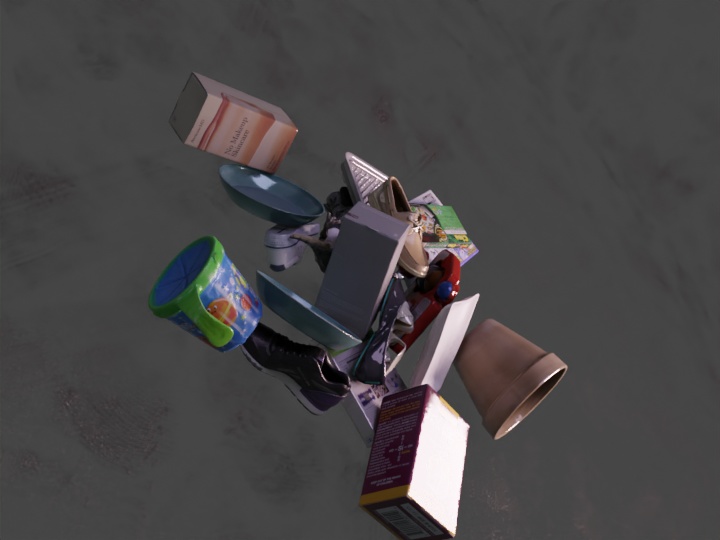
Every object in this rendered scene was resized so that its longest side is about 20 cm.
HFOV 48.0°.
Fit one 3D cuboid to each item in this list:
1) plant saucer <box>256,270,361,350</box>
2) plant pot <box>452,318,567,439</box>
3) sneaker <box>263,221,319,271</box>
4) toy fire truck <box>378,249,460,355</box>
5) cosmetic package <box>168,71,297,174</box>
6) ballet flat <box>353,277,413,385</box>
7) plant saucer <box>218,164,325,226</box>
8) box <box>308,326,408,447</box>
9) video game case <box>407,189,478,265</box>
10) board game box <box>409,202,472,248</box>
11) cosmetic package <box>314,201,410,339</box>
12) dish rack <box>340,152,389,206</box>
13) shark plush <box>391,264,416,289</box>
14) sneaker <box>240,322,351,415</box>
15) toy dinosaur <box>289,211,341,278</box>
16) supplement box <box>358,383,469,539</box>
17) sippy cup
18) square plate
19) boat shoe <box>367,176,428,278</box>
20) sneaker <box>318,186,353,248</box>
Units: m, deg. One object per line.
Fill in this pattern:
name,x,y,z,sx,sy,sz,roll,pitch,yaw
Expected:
plant saucer,-0.089,0.070,1.263,0.198,0.036,0.200,34,-2,1
plant pot,0.274,0.198,1.585,0.174,0.202,0.198,45,30,22
sneaker,-0.124,-0.046,1.415,0.071,0.072,0.200,10,15,15
toy fire truck,0.113,0.054,1.472,0.112,0.200,0.168,43,1,-18
cosmetic package,-0.222,-0.256,1.427,0.197,0.104,0.088,13,28,-42
ballet flat,0.052,0.107,1.372,0.073,0.073,0.203,37,59,-21
plant saucer,-0.158,-0.125,1.404,0.196,0.037,0.201,22,19,-8
box,0.009,0.185,1.389,0.143,0.036,0.203,-18,76,-55
video game case,0.158,-0.074,1.781,0.182,0.045,0.199,51,34,5
board game box,0.156,-0.096,1.741,0.198,0.023,0.106,0,55,-48
cosmetic package,0.000,0.000,1.364,0.105,0.203,0.090,26,25,7
dish rack,0.032,-0.123,1.564,0.170,0.043,0.203,25,37,-44
shark plush,0.092,-0.008,1.637,0.083,0.090,0.201,-44,102,-26
sneaker,-0.097,0.133,1.259,0.199,0.087,0.076,41,36,-17
toy dinosaur,-0.056,-0.044,1.403,0.047,0.089,0.200,32,-11,28
supplement box,0.090,0.307,1.280,0.131,0.102,0.203,44,41,-29
sippy cup,-0.215,0.043,1.172,0.130,0.138,0.180,46,42,-29
square plate,0.144,0.138,1.444,0.028,0.204,0.197,25,12,19
boat shoe,0.078,-0.080,1.451,0.071,0.065,0.203,12,45,-46
sneaker,-0.041,-0.095,1.543,0.115,0.075,0.199,58,25,11
